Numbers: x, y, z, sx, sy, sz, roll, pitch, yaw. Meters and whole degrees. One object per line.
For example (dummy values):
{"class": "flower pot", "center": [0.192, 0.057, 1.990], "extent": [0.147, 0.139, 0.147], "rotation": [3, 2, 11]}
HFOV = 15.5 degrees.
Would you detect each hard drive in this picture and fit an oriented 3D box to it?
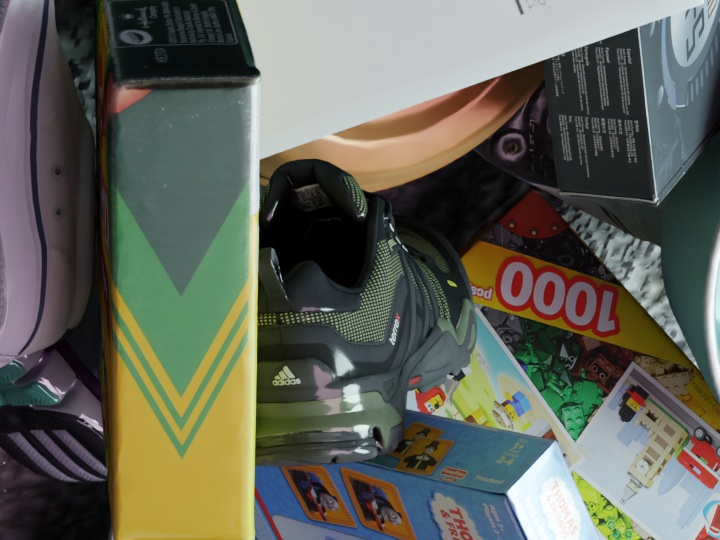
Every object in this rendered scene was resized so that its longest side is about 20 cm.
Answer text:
{"class": "hard drive", "center": [0.008, -0.123, 0.948], "extent": [0.199, 0.026, 0.132], "rotation": [-18, 114, 11]}

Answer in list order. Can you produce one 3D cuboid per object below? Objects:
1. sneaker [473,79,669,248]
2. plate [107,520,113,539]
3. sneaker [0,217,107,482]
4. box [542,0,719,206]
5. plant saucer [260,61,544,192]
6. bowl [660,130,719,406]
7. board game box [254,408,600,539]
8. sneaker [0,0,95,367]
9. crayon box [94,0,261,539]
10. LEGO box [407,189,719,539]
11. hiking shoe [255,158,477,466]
{"class": "sneaker", "center": [0.092, -0.070, 1.155], "extent": [0.200, 0.073, 0.072], "rotation": [32, 102, -36]}
{"class": "plate", "center": [-0.057, 0.143, 1.142], "extent": [0.200, 0.025, 0.201], "rotation": [16, 71, -57]}
{"class": "sneaker", "center": [-0.144, -0.004, 1.001], "extent": [0.200, 0.074, 0.088], "rotation": [52, 47, -41]}
{"class": "box", "center": [0.116, -0.150, 1.036], "extent": [0.160, 0.043, 0.201], "rotation": [-45, 134, -51]}
{"class": "plant saucer", "center": [0.009, -0.114, 1.024], "extent": [0.199, 0.037, 0.201], "rotation": [-13, 125, -20]}
{"class": "bowl", "center": [0.209, -0.010, 1.130], "extent": [0.200, 0.105, 0.202], "rotation": [-7, 107, -23]}
{"class": "board game box", "center": [0.022, 0.119, 1.061], "extent": [0.037, 0.200, 0.152], "rotation": [-44, 124, -29]}
{"class": "sneaker", "center": [-0.130, -0.066, 0.914], "extent": [0.071, 0.073, 0.201], "rotation": [-8, 100, -66]}
{"class": "crayon box", "center": [-0.066, 0.008, 0.921], "extent": [0.051, 0.127, 0.201], "rotation": [-2, 113, -8]}
{"class": "LEGO box", "center": [0.081, 0.091, 1.147], "extent": [0.149, 0.200, 0.077], "rotation": [-44, -178, -21]}
{"class": "hiking shoe", "center": [0.000, 0.000, 1.022], "extent": [0.200, 0.075, 0.101], "rotation": [-61, 147, -68]}
